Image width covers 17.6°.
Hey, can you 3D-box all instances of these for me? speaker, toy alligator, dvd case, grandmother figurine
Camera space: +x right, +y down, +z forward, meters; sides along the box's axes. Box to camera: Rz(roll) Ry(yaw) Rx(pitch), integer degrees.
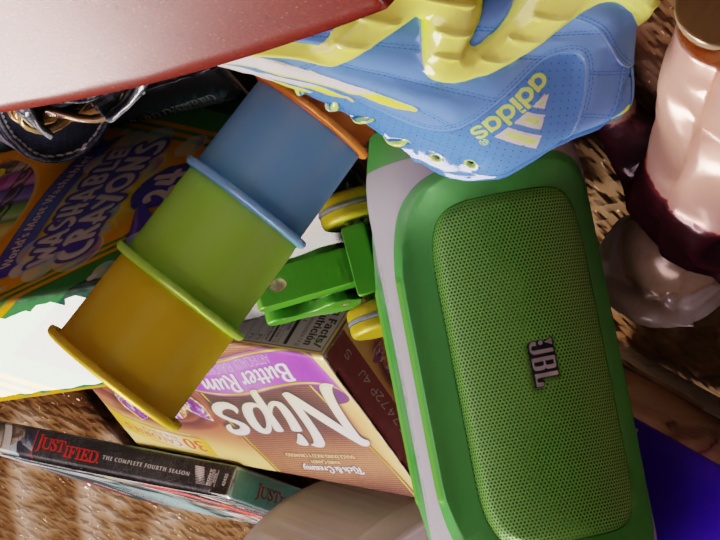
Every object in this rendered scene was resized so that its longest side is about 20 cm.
[{"bbox_3d":[0.057,0.039,0.887,0.088,0.201,0.088,-11,175,-1],"label":"speaker"},{"bbox_3d":[0.000,0.000,0.979,0.199,0.060,0.054,-18,170,16],"label":"toy alligator"},{"bbox_3d":[-0.101,0.120,1.309,0.199,0.022,0.146,5,167,39],"label":"dvd case"},{"bbox_3d":[0.128,-0.032,0.849,0.122,0.060,0.200,58,162,17],"label":"grandmother figurine"}]

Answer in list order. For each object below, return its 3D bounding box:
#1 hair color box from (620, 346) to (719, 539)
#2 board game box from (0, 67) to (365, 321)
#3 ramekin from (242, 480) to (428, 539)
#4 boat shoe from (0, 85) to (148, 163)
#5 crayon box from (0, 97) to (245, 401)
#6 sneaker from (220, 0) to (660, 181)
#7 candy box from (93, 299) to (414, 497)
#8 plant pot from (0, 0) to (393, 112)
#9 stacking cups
[{"bbox_3d":[0.156,0.101,0.943,0.200,0.065,0.109,27,-167,28],"label":"hair color box"},{"bbox_3d":[-0.094,-0.028,1.046,0.199,0.028,0.135,-14,126,36],"label":"board game box"},{"bbox_3d":[0.000,0.199,1.223,0.094,0.203,0.203,22,154,38],"label":"ramekin"},{"bbox_3d":[-0.118,-0.077,0.886,0.071,0.091,0.200,-15,153,-10],"label":"boat shoe"},{"bbox_3d":[-0.127,-0.004,0.966,0.199,0.126,0.052,-11,122,34],"label":"crayon box"},{"bbox_3d":[0.004,-0.069,0.775,0.199,0.076,0.105,-5,124,4],"label":"sneaker"},{"bbox_3d":[-0.056,0.047,1.162,0.199,0.057,0.117,8,145,39],"label":"candy box"},{"bbox_3d":[-0.068,-0.172,0.677,0.175,0.201,0.200,5,146,19],"label":"plant pot"},{"bbox_3d":[-0.026,-0.037,0.836,0.060,0.200,0.061,39,177,3],"label":"stacking cups"}]
